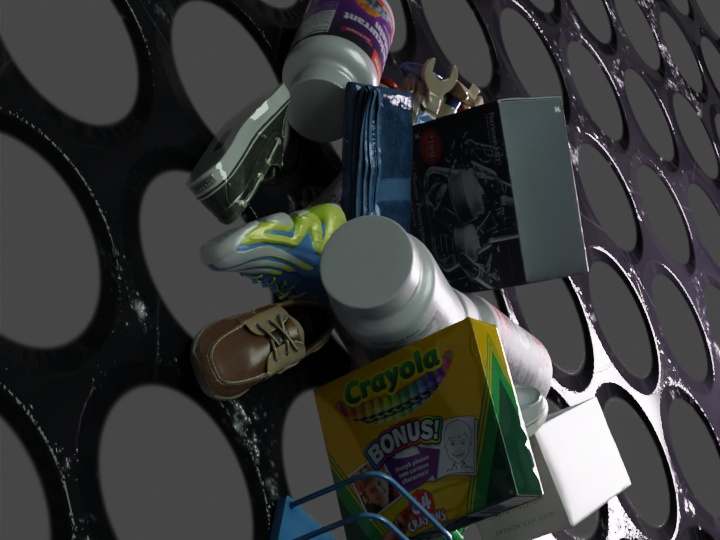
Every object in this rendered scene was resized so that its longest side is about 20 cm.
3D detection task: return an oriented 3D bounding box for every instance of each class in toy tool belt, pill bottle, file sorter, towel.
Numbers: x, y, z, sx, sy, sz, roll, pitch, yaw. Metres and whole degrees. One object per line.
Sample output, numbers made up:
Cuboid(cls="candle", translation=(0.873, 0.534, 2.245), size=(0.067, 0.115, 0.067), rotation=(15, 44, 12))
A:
Cuboid(cls="toy tool belt", translation=(0.083, -0.205, 1.767), size=(0.200, 0.124, 0.124), rotation=(42, 74, -47))
Cuboid(cls="pill bottle", translation=(-0.028, -0.237, 1.641), size=(0.112, 0.111, 0.201), rotation=(48, 33, -25))
Cuboid(cls="file sorter", translation=(-0.002, 0.300, 1.256), size=(0.139, 0.122, 0.202), rotation=(46, 33, -29))
Cuboid(cls="pill bottle", translation=(0.126, 0.093, 1.613), size=(0.200, 0.113, 0.115), rotation=(34, 40, -51))
Cuboid(cls="pill bottle", translation=(0.032, 0.028, 1.431), size=(0.200, 0.112, 0.115), rotation=(54, 23, -62))
Cuboid(cls="towel", translation=(0.022, -0.101, 1.562), size=(0.111, 0.048, 0.203), rotation=(-3, 95, -59))

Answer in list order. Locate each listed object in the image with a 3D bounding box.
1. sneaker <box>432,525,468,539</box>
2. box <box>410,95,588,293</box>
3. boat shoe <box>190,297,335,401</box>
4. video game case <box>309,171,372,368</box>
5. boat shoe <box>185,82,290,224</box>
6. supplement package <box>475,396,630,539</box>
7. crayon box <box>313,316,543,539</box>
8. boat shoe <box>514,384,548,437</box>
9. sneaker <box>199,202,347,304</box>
Cuboid(cls="sneaker", translation=(0.095, 0.227, 1.509), size=(0.074, 0.083, 0.201), rotation=(47, 33, -26))
Cuboid(cls="box", translation=(0.146, -0.081, 1.622), size=(0.103, 0.181, 0.203), rotation=(-9, 89, -38))
Cuboid(cls="boat shoe", translation=(-0.089, 0.064, 1.348), size=(0.076, 0.071, 0.200), rotation=(63, 29, -2))
Cuboid(cls="video game case", translation=(0.000, 0.000, 1.593), size=(0.184, 0.022, 0.200), rotation=(58, 30, -12))
Cuboid(cls="boat shoe", translation=(-0.114, -0.119, 1.460), size=(0.064, 0.070, 0.201), rotation=(51, 40, -19))
Cuboid(cls="supplement package", translation=(0.213, 0.235, 1.660), size=(0.199, 0.116, 0.119), rotation=(-12, 78, -59))
Cuboid(cls="crayon box", translation=(0.060, 0.164, 1.381), size=(0.058, 0.198, 0.175), rotation=(13, 56, -53))
Cuboid(cls="boat shoe", translation=(0.127, 0.142, 1.516), size=(0.199, 0.072, 0.070), rotation=(-10, 30, -37))
Cuboid(cls="sneaker", translation=(-0.071, -0.003, 1.420), size=(0.199, 0.075, 0.107), rotation=(-19, 91, -48))
